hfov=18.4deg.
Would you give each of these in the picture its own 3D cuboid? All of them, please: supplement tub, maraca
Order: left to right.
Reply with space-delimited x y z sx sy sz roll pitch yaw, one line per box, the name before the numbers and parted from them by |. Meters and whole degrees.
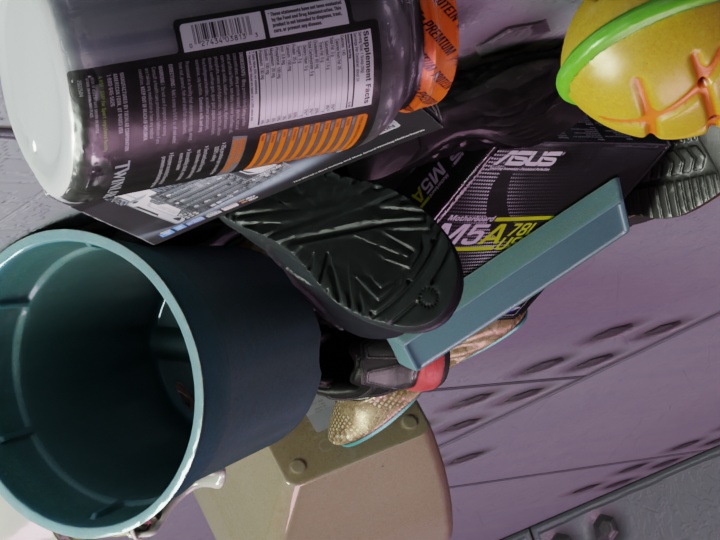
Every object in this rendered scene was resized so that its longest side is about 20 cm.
supplement tub | -0.062 -0.108 1.050 0.200 0.123 0.123 -13 165 -23
maraca | 0.207 -0.137 1.310 0.200 0.107 0.137 -12 164 -25

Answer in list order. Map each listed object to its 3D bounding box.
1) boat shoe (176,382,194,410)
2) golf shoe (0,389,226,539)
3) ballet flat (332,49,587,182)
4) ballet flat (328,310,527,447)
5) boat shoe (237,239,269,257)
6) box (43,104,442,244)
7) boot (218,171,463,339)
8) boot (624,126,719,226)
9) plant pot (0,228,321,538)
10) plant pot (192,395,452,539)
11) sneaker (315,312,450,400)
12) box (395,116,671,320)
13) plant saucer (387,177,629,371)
boat shoe | -0.145 0.120 1.738 0.200 0.075 0.073 -25 170 -34
golf shoe | -0.194 0.163 1.608 0.200 0.088 0.077 -33 141 -14
ballet flat | 0.066 -0.106 1.403 0.200 0.057 0.067 -16 124 -18
ballet flat | 0.040 0.062 1.771 0.200 0.071 0.065 -39 123 9
boat shoe | 0.000 0.000 1.640 0.200 0.066 0.074 -12 156 -26
box | -0.068 -0.085 1.277 0.200 0.050 0.158 -21 165 12
boot | 0.008 -0.001 1.408 0.076 0.200 0.168 -58 149 -6
boot | 0.245 -0.079 1.680 0.138 0.078 0.200 -12 178 -39
plant pot | -0.136 0.065 1.506 0.200 0.201 0.196 -26 171 29
plant pot | -0.037 0.145 1.916 0.199 0.200 0.177 -20 153 -18
sneaker | -0.022 0.055 1.701 0.098 0.071 0.200 -10 -167 -34
box | 0.096 -0.039 1.565 0.200 0.048 0.193 -2 142 -48
plant saucer | 0.109 0.006 1.588 0.200 0.019 0.070 -34 155 -3
